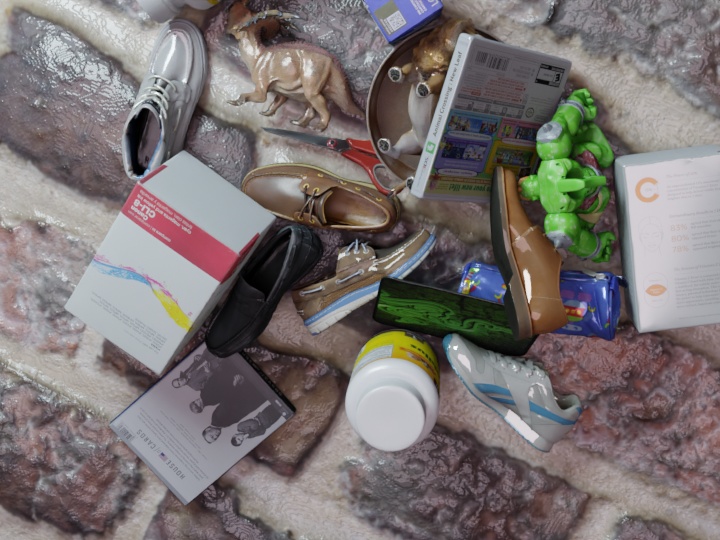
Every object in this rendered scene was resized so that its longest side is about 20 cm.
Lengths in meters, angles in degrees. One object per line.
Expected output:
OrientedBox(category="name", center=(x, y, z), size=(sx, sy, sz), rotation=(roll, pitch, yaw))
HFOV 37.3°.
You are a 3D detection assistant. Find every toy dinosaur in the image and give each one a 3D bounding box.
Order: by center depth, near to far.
OrientedBox(category="toy dinosaur", center=(-0.077, -0.244, 1.266), size=(0.200, 0.086, 0.136), rotation=(17, 96, -5))

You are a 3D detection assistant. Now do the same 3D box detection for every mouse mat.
OrientedBox(category="mouse mat", center=(0.116, 0.058, 1.282), size=(0.200, 0.161, 0.008), rotation=(15, 68, 2))

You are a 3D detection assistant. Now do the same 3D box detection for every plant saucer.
OrientedBox(category="plant saucer", center=(0.101, -0.192, 1.261), size=(0.200, 0.034, 0.200), rotation=(-4, 109, -12))

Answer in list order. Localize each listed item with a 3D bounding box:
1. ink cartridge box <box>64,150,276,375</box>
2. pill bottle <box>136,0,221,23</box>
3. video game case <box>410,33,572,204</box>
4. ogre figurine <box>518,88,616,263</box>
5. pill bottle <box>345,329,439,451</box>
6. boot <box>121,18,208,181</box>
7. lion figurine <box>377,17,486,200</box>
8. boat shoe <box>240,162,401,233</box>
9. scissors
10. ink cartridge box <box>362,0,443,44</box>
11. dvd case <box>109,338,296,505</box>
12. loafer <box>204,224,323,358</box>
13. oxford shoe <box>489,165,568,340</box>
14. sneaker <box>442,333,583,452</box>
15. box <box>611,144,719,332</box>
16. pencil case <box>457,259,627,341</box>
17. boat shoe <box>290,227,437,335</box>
OrientedBox(category="ink cartridge box", center=(-0.226, -0.009, 1.271), size=(0.145, 0.145, 0.200), rotation=(35, 114, -2))
OrientedBox(category="pill bottle", center=(-0.171, -0.372, 1.228), size=(0.200, 0.111, 0.111), rotation=(-29, 98, 13))
OrientedBox(category="video game case", center=(0.151, -0.165, 1.210), size=(0.022, 0.200, 0.182), rotation=(30, 110, 38))
OrientedBox(category="ogre figurine", center=(0.247, -0.105, 1.238), size=(0.098, 0.120, 0.200), rotation=(21, 111, 33))
OrientedBox(category="pill bottle", center=(0.040, 0.144, 1.272), size=(0.109, 0.200, 0.109), rotation=(1, 102, 4))
OrientedBox(category="boot", center=(-0.235, -0.202, 1.277), size=(0.074, 0.096, 0.200), rotation=(12, 102, 2))
OrientedBox(category="lion figurine", center=(0.077, -0.183, 1.202), size=(0.072, 0.122, 0.200), rotation=(27, 123, 18))
OrientedBox(category="boat shoe", center=(-0.050, -0.087, 1.300), size=(0.200, 0.068, 0.072), rotation=(11, 102, 2))
OrientedBox(category="scissors", center=(-0.020, -0.157, 1.305), size=(0.200, 0.014, 0.073), rotation=(27, 78, 6))
OrientedBox(category="ink cartridge box", center=(0.027, -0.324, 1.178), size=(0.076, 0.200, 0.136), rotation=(-32, 98, 10))
OrientedBox(category="dvd case", center=(-0.206, 0.192, 1.391), size=(0.200, 0.025, 0.150), rotation=(-41, 96, 11))
OrientedBox(category="loafer", center=(-0.130, 0.023, 1.312), size=(0.201, 0.070, 0.068), rotation=(-49, 56, 9))
OrientedBox(category="oxford shoe", center=(0.187, -0.024, 1.197), size=(0.071, 0.071, 0.200), rotation=(-10, 78, -3))
OrientedBox(category="sneaker", center=(0.186, 0.136, 1.326), size=(0.200, 0.077, 0.081), rotation=(39, 104, -13))
OrientedBox(category="box", center=(0.374, -0.040, 1.261), size=(0.124, 0.097, 0.200), rotation=(-7, 101, 6))
OrientedBox(category="pencil case", center=(0.214, 0.032, 1.278), size=(0.200, 0.078, 0.087), rotation=(6, 122, 16))
OrientedBox(category="boat shoe", center=(0.000, 0.000, 1.311), size=(0.200, 0.072, 0.072), rotation=(-35, 95, 10))
